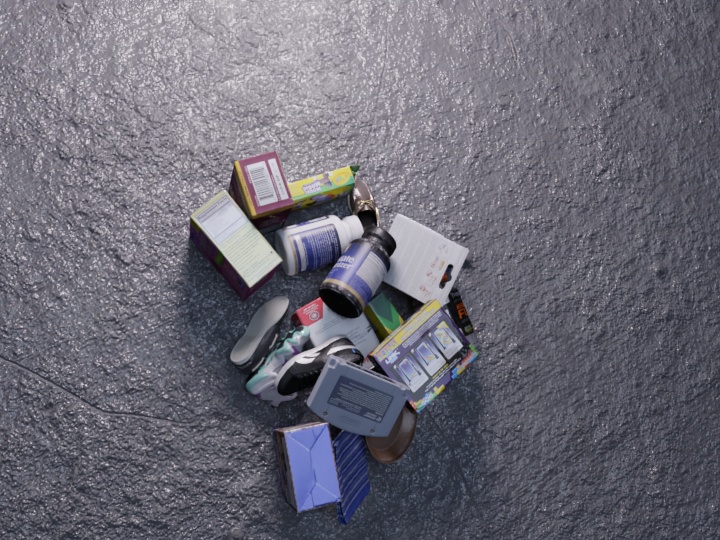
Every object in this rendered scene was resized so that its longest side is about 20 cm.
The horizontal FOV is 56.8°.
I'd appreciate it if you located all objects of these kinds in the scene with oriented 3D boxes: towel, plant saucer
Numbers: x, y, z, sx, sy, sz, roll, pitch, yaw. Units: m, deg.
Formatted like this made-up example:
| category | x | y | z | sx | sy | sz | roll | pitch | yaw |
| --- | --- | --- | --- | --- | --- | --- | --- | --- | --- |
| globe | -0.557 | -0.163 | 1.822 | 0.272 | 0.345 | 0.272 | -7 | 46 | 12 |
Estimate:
| category | x | y | z | sx | sy | sz | roll | pitch | yaw |
| --- | --- | --- | --- | --- | --- | --- | --- | --- | --- |
| towel | -0.017 | 0.434 | 1.461 | 0.024 | 0.145 | 0.203 | 4 | 108 | 26 |
| plant saucer | 0.062 | 0.335 | 1.521 | 0.199 | 0.036 | 0.204 | -1 | 92 | -50 |

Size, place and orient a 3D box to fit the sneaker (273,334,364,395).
| category | x | y | z | sx | sy | sz | roll | pitch | yaw |
| --- | --- | --- | --- | --- | --- | --- | --- | --- | --- |
| sneaker | -0.082 | 0.220 | 1.427 | 0.199 | 0.112 | 0.074 | -33 | 130 | -18 |

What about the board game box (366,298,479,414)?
| category | x | y | z | sx | sy | sz | roll | pitch | yaw |
| --- | --- | --- | --- | --- | --- | --- | --- | --- | --- |
| board game box | 0.140 | 0.190 | 1.486 | 0.199 | 0.057 | 0.166 | -39 | 90 | -16 |

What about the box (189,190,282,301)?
| category | x | y | z | sx | sy | sz | roll | pitch | yaw |
| --- | --- | --- | --- | --- | --- | --- | --- | --- | --- |
| box | -0.283 | -0.050 | 1.486 | 0.096 | 0.176 | 0.201 | -40 | 91 | -19 |

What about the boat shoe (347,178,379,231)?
| category | x | y | z | sx | sy | sz | roll | pitch | yaw |
| --- | --- | --- | --- | --- | --- | --- | --- | --- | --- |
| boat shoe | 0.013 | -0.138 | 1.645 | 0.071 | 0.060 | 0.203 | -4 | 76 | -15 |

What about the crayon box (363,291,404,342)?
| category | x | y | z | sx | sy | sz | roll | pitch | yaw |
| --- | --- | --- | --- | --- | --- | --- | --- | --- | --- |
| crayon box | 0.073 | 0.153 | 1.571 | 0.051 | 0.127 | 0.201 | -35 | 90 | -19 |

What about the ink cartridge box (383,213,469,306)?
| category | x | y | z | sx | sy | sz | roll | pitch | yaw |
| --- | --- | --- | --- | --- | --- | --- | --- | --- | --- |
| ink cartridge box | 0.140 | -0.019 | 1.576 | 0.198 | 0.057 | 0.164 | 27 | 98 | 16 |

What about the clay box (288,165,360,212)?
| category | x | y | z | sx | sy | sz | roll | pitch | yaw |
| --- | --- | --- | --- | --- | --- | --- | --- | --- | --- |
| clay box | -0.094 | -0.193 | 1.591 | 0.197 | 0.115 | 0.048 | -17 | 84 | -11 |

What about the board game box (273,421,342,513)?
| category | x | y | z | sx | sy | sz | roll | pitch | yaw |
| --- | --- | --- | --- | --- | --- | --- | --- | --- | --- |
| board game box | -0.118 | 0.413 | 1.424 | 0.095 | 0.200 | 0.162 | -9 | 81 | -16 |

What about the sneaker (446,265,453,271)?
| category | x | y | z | sx | sy | sz | roll | pitch | yaw |
| --- | --- | --- | --- | --- | --- | --- | --- | --- | --- |
| sneaker | 0.146 | -0.037 | 1.637 | 0.197 | 0.111 | 0.078 | 11 | 76 | -13 |

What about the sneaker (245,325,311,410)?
| category | x | y | z | sx | sy | sz | roll | pitch | yaw |
| --- | --- | --- | --- | --- | --- | --- | --- | --- | --- |
| sneaker | -0.149 | 0.231 | 1.506 | 0.140 | 0.078 | 0.200 | 42 | 102 | -12 |

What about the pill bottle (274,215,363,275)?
| category | x | y | z | sx | sy | sz | roll | pitch | yaw |
| --- | --- | --- | --- | --- | --- | --- | --- | --- | --- |
| pill bottle | -0.095 | -0.066 | 1.576 | 0.197 | 0.111 | 0.113 | -17 | 83 | -18 |

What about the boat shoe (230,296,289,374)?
| category | x | y | z | sx | sy | sz | roll | pitch | yaw |
| --- | --- | --- | --- | --- | --- | --- | --- | --- | --- |
| boat shoe | -0.220 | 0.147 | 1.525 | 0.201 | 0.073 | 0.061 | -60 | 139 | -33 |

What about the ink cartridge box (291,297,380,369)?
| category | x | y | z | sx | sy | sz | roll | pitch | yaw |
| --- | --- | --- | --- | --- | --- | --- | --- | --- | --- |
| ink cartridge box | -0.051 | 0.156 | 1.557 | 0.143 | 0.084 | 0.202 | -28 | 86 | -19 |

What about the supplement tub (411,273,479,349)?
| category | x | y | z | sx | sy | sz | roll | pitch | yaw |
| --- | --- | --- | --- | --- | --- | --- | --- | --- | --- |
| supplement tub | 0.200 | 0.116 | 1.615 | 0.121 | 0.122 | 0.202 | -21 | 85 | -18 |

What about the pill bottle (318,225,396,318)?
| category | x | y | z | sx | sy | sz | roll | pitch | yaw |
| --- | --- | --- | --- | --- | --- | --- | --- | --- | --- |
| pill bottle | 0.000 | 0.000 | 1.508 | 0.111 | 0.112 | 0.201 | 36 | 63 | -6 |

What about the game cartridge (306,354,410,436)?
| category | x | y | z | sx | sy | sz | roll | pitch | yaw |
| --- | --- | --- | --- | --- | --- | --- | --- | --- | --- |
| game cartridge | -0.007 | 0.271 | 1.393 | 0.198 | 0.042 | 0.134 | 25 | 100 | -21 |

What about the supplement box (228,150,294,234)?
| category | x | y | z | sx | sy | sz | roll | pitch | yaw |
| --- | --- | --- | --- | --- | --- | --- | --- | --- | --- |
| supplement box | -0.229 | -0.165 | 1.512 | 0.102 | 0.200 | 0.133 | -18 | 84 | -18 |
